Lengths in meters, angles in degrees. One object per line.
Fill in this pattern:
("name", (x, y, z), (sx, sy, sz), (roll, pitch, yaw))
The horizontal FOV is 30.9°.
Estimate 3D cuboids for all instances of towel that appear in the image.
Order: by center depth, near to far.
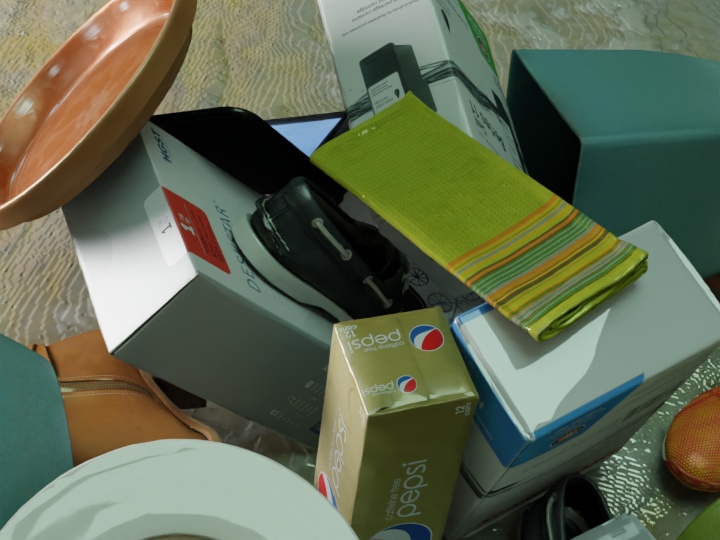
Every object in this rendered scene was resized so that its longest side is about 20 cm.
("towel", (0.063, -0.037, 0.746), (0.086, 0.018, 0.200), (-31, 51, -26))

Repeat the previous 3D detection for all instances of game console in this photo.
("game console", (-0.104, -0.104, 0.953), (0.199, 0.117, 0.176), (-1, 35, 32))

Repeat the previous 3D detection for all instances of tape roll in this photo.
("tape roll", (-0.091, 0.199, 0.651), (0.202, 0.139, 0.204), (3, 68, -6))

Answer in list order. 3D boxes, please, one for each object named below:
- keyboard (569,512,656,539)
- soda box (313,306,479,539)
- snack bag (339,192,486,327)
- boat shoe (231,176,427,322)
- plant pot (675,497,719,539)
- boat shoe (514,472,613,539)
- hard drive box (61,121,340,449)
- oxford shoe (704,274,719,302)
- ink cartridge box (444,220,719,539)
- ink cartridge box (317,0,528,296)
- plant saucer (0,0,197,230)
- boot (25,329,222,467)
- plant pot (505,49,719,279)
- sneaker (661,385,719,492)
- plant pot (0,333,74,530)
("keyboard", (0.084, 0.200, 0.751), (0.199, 0.011, 0.056), (-25, 34, -6))
("soda box", (0.014, 0.115, 0.755), (0.064, 0.200, 0.068), (-9, 48, -15))
("snack bag", (0.096, -0.030, 1.015), (0.200, 0.021, 0.189), (-21, 54, -33))
("boat shoe", (0.000, 0.000, 0.856), (0.200, 0.060, 0.076), (28, 27, -54))
("plant pot", (0.270, 0.222, 0.730), (0.200, 0.201, 0.193), (-14, 38, -24))
("boat shoe", (0.134, 0.205, 0.771), (0.072, 0.063, 0.200), (13, 35, -14))
("hard drive box", (-0.087, 0.011, 0.847), (0.200, 0.077, 0.156), (32, 23, -47))
("oxford shoe", (0.262, -0.030, 1.063), (0.070, 0.075, 0.200), (-33, 35, 9))
("ink cartridge box", (0.114, 0.075, 0.795), (0.146, 0.200, 0.086), (-24, 71, -20))
("ink cartridge box", (0.051, -0.103, 0.901), (0.083, 0.147, 0.201), (-23, 61, 18))
("plant saucer", (-0.174, -0.105, 0.827), (0.032, 0.200, 0.201), (41, 36, -29))
("boot", (-0.165, 0.115, 0.809), (0.155, 0.077, 0.201), (-5, 51, -13))
("plant pot", (0.219, -0.076, 0.948), (0.199, 0.142, 0.142), (-7, 36, -13))
("sneaker", (0.287, 0.089, 0.929), (0.200, 0.077, 0.073), (-30, 59, -32))
("plant pot", (-0.232, 0.105, 0.715), (0.134, 0.201, 0.200), (-9, 48, -21))
